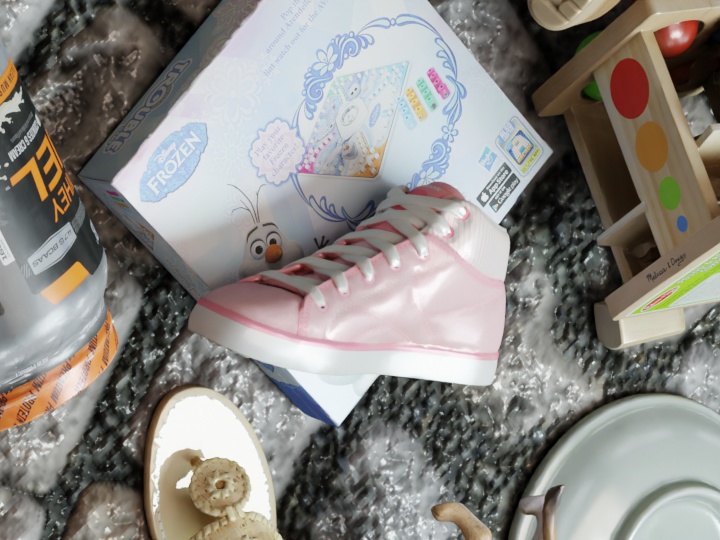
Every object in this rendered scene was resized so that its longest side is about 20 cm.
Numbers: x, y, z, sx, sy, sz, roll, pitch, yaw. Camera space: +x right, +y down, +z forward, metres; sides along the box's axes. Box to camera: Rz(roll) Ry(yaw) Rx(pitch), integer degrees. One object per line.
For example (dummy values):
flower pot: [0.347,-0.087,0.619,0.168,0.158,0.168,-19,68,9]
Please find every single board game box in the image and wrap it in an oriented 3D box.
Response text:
board game box: [-0.020,-0.058,1.526,0.200,0.043,0.199,-51,122,-16]

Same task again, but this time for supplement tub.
supplement tub: [-0.199,-0.030,1.367,0.122,0.122,0.201,-35,116,-23]

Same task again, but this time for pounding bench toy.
pounding bench toy: [0.174,-0.061,1.613,0.124,0.200,0.157,-10,71,-34]

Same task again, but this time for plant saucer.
plant saucer: [0.176,0.175,1.688,0.199,0.050,0.202,-6,102,-32]

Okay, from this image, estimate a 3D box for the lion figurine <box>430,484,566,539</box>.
lion figurine: [0.037,0.196,1.542,0.072,0.199,0.123,15,58,-53]

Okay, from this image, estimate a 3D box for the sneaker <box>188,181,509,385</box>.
sneaker: [0.000,0.000,1.477,0.199,0.075,0.105,6,100,-42]

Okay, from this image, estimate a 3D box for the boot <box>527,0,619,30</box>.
boot: [0.171,-0.211,1.514,0.072,0.200,0.166,49,27,-7]

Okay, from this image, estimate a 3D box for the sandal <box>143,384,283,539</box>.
sandal: [-0.062,0.169,1.519,0.077,0.069,0.213,-10,103,-32]
